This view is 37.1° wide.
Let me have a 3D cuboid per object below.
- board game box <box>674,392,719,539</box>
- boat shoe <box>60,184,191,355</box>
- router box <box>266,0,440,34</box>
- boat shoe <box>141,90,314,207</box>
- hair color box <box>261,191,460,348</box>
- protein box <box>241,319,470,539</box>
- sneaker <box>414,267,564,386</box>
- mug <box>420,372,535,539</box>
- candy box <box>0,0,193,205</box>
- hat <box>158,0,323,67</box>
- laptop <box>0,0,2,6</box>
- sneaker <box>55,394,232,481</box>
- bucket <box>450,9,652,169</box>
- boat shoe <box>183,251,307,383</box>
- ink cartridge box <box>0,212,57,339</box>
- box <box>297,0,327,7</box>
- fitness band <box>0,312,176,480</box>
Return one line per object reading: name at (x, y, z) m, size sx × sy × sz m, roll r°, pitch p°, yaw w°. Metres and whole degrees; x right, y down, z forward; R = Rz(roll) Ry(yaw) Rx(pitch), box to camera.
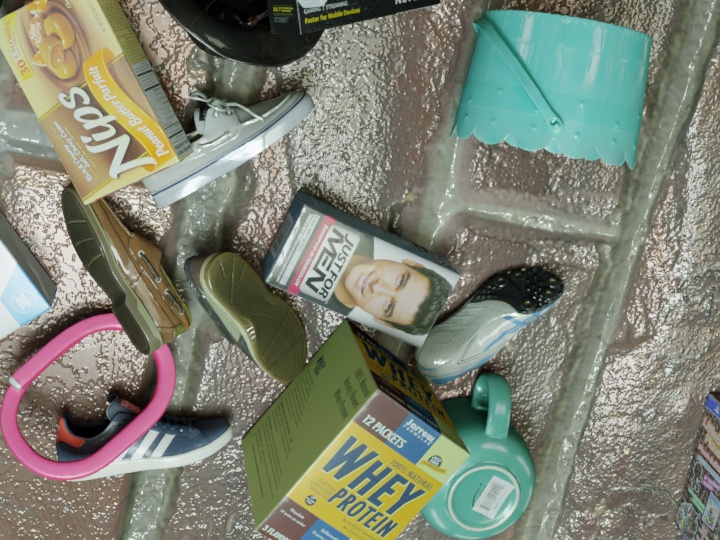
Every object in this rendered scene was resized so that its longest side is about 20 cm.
board game box at (0.520, 0.271, 1.384) m, size 0.159 × 0.097 × 0.200 m, roll 4°, pitch 109°, yaw -12°
boat shoe at (-0.253, -0.010, 1.162) m, size 0.068 × 0.072 × 0.200 m, roll -33°, pitch 105°, yaw -32°
router box at (-0.009, -0.320, 1.047) m, size 0.200 × 0.051 × 0.149 m, roll -24°, pitch 117°, yaw -40°
boat shoe at (-0.151, -0.152, 1.128) m, size 0.202 × 0.075 × 0.086 m, roll -29°, pitch 108°, yaw 10°
hair color box at (0.000, 0.000, 1.210) m, size 0.200 × 0.061 × 0.099 m, roll 24°, pitch 103°, yaw -18°
protein box at (-0.014, 0.200, 1.203) m, size 0.135 × 0.199 × 0.200 m, roll 37°, pitch 98°, yaw -20°
sneaker at (0.152, 0.065, 1.266) m, size 0.200 × 0.072 × 0.072 m, roll -32°, pitch 146°, yaw -5°
mug at (0.129, 0.232, 1.287) m, size 0.152 × 0.114 × 0.185 m, roll -19°, pitch 112°, yaw -4°
candy box at (-0.266, -0.180, 1.069) m, size 0.115 × 0.055 × 0.200 m, roll -22°, pitch 104°, yaw 16°
hat at (-0.138, -0.270, 1.071) m, size 0.201 × 0.201 × 0.081 m, roll 26°, pitch 146°, yaw -18°
laptop at (-0.445, -0.211, 1.046) m, size 0.177 × 0.103 × 0.200 m, roll 17°, pitch 140°, yaw -5°
sneaker at (-0.248, 0.179, 1.222) m, size 0.200 × 0.075 × 0.085 m, roll -10°, pitch 102°, yaw -12°
bucket at (0.199, -0.188, 1.111) m, size 0.207 × 0.207 × 0.135 m, roll 8°, pitch 98°, yaw -13°
boat shoe at (-0.128, 0.049, 1.202) m, size 0.072 × 0.066 × 0.201 m, roll -53°, pitch 134°, yaw -21°
ink cartridge box at (-0.441, 0.036, 1.135) m, size 0.200 × 0.068 × 0.116 m, roll -31°, pitch 111°, yaw 2°
box at (-0.032, -0.357, 0.956) m, size 0.144 × 0.036 × 0.200 m, roll 49°, pitch 65°, yaw -38°
fitness band at (-0.295, 0.135, 1.169) m, size 0.200 × 0.037 × 0.144 m, roll -43°, pitch 90°, yaw -21°
